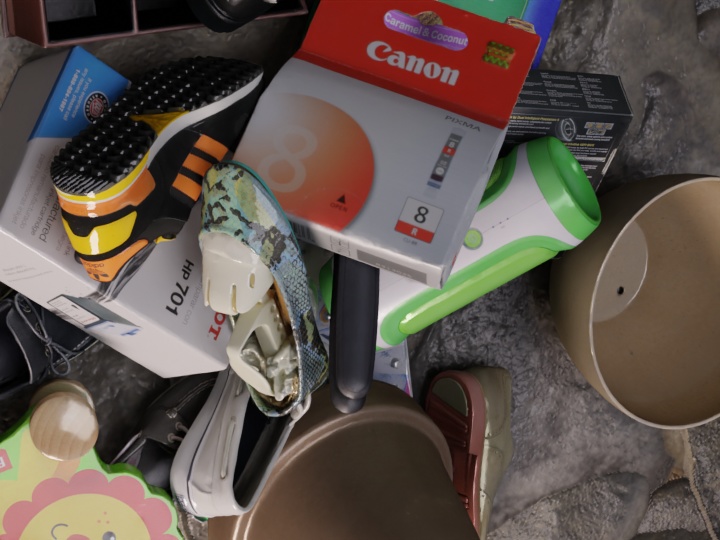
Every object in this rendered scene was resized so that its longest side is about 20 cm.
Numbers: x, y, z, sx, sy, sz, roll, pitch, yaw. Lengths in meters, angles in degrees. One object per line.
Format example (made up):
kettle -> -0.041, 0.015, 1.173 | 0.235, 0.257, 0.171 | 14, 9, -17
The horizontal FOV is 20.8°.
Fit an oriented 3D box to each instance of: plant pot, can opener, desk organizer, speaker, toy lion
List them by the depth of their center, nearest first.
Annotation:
can opener -> 0.000, 0.000, 1.332 | 0.078, 0.201, 0.063 | 5, 147, 3
desk organizer -> -0.140, -0.201, 1.337 | 0.199, 0.077, 0.072 | -11, 109, -26
toy lion -> -0.227, 0.187, 1.360 | 0.199, 0.069, 0.192 | -20, 101, -8
speaker -> 0.071, -0.018, 1.415 | 0.200, 0.089, 0.088 | -30, 122, 20
plant pot -> 0.009, 0.210, 1.452 | 0.200, 0.175, 0.201 | -17, 128, -23
plant pot -> 0.228, 0.010, 1.567 | 0.200, 0.134, 0.201 | -9, 108, -27

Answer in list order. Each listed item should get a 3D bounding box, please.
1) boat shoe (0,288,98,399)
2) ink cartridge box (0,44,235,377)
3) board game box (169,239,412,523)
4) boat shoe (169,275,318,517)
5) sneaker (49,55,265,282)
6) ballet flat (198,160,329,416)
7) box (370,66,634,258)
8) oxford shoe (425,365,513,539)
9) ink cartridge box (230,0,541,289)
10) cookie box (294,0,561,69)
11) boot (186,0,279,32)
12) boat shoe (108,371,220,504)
boat shoe -> -0.234, 0.047, 1.362 | 0.200, 0.062, 0.075 | -29, 113, -23
ink cartridge box -> -0.163, -0.036, 1.340 | 0.200, 0.086, 0.147 | 33, 64, -29
board game box -> -0.047, 0.078, 1.496 | 0.199, 0.026, 0.201 | -16, 110, -25
boat shoe -> -0.068, 0.086, 1.400 | 0.072, 0.066, 0.200 | 53, 53, -37
sneaker -> -0.129, -0.069, 1.285 | 0.200, 0.070, 0.090 | -45, 140, -46
ballet flat -> -0.069, 0.021, 1.291 | 0.074, 0.074, 0.200 | -35, 131, -17
box -> 0.081, -0.079, 1.446 | 0.199, 0.044, 0.160 | 2, 138, -18
oxford shoe -> 0.093, 0.173, 1.577 | 0.074, 0.071, 0.201 | -11, 115, -41
ink cartridge box -> 0.018, -0.105, 1.316 | 0.162, 0.050, 0.201 | 20, 75, 9
cookie box -> 0.064, -0.219, 1.447 | 0.171, 0.075, 0.201 | 16, 95, -32
boot -> -0.018, -0.239, 1.286 | 0.073, 0.162, 0.198 | 51, 50, -11
boat shoe -> -0.155, 0.153, 1.420 | 0.200, 0.057, 0.067 | -44, 113, -1
